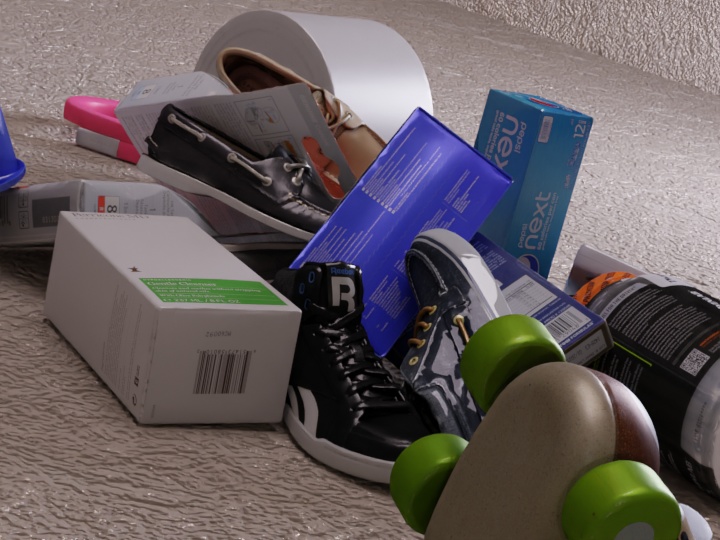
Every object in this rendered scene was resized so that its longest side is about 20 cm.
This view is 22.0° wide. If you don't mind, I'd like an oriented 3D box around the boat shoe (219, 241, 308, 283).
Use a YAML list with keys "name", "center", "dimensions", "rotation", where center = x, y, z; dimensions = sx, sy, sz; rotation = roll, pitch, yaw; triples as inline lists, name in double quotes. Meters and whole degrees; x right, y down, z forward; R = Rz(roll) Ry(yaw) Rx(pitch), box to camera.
- name: "boat shoe"
  center: [-0.085, 0.006, 1.428]
  dimensions: [0.199, 0.057, 0.067]
  rotation: [1, 0, -30]

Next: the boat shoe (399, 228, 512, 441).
- name: "boat shoe"
  center: [0.056, 0.050, 1.254]
  dimensions: [0.090, 0.071, 0.201]
  rotation: [-16, 47, -19]

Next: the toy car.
- name: "toy car"
  center: [0.144, 0.140, 0.997]
  dimensions: [0.199, 0.158, 0.164]
  rotation: [19, 22, -31]

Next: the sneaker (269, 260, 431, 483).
- name: "sneaker"
  center: [-0.012, 0.055, 1.210]
  dimensions: [0.073, 0.112, 0.200]
  rotation: [-1, 19, -35]

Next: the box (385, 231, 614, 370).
- name: "box"
  center: [0.081, 0.039, 1.364]
  dimensions: [0.121, 0.032, 0.200]
  rotation: [-34, 38, -12]

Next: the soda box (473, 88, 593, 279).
- name: "soda box"
  center: [0.121, -0.042, 1.516]
  dimensions: [0.064, 0.201, 0.068]
  rotation: [4, 17, -41]

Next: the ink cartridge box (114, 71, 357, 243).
- name: "ink cartridge box"
  center: [-0.082, -0.089, 1.495]
  dimensions: [0.199, 0.160, 0.047]
  rotation: [-4, 38, 35]

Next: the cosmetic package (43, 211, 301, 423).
- name: "cosmetic package"
  center: [-0.132, 0.030, 1.257]
  dimensions: [0.107, 0.085, 0.200]
  rotation: [1, 20, -30]

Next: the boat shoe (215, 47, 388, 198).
- name: "boat shoe"
  center: [-0.038, -0.113, 1.496]
  dimensions: [0.200, 0.072, 0.065]
  rotation: [37, -15, 16]

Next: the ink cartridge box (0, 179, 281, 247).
- name: "ink cartridge box"
  center: [-0.184, -0.045, 1.455]
  dimensions: [0.199, 0.050, 0.162]
  rotation: [-5, 2, -43]

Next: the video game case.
- name: "video game case"
  center: [0.262, 0.042, 1.511]
  dimensions: [0.199, 0.023, 0.182]
  rotation: [24, -6, 7]

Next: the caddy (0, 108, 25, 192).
- name: "caddy"
  center: [-0.355, -0.080, 1.399]
  dimensions: [0.199, 0.106, 0.141]
  rotation: [-5, 19, 11]

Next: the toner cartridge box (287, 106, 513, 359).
- name: "toner cartridge box"
  center: [0.023, -0.022, 1.368]
  dimensions: [0.095, 0.043, 0.200]
  rotation: [37, 57, 2]

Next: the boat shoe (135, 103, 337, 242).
- name: "boat shoe"
  center: [-0.074, -0.069, 1.423]
  dimensions: [0.199, 0.061, 0.074]
  rotation: [23, 5, 15]

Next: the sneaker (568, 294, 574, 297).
- name: "sneaker"
  center: [0.153, 0.052, 1.479]
  dimensions: [0.199, 0.070, 0.090]
  rotation: [9, 9, -35]

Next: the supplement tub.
- name: "supplement tub"
  center: [0.235, 0.078, 1.330]
  dimensions: [0.122, 0.123, 0.200]
  rotation: [4, 18, -33]

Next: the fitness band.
- name: "fitness band"
  center: [-0.215, -0.141, 1.921]
  dimensions: [0.199, 0.038, 0.144]
  rotation: [19, 15, 17]

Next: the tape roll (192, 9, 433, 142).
- name: "tape roll"
  center: [-0.050, -0.141, 1.742]
  dimensions: [0.202, 0.204, 0.139]
  rotation: [26, 18, 40]
